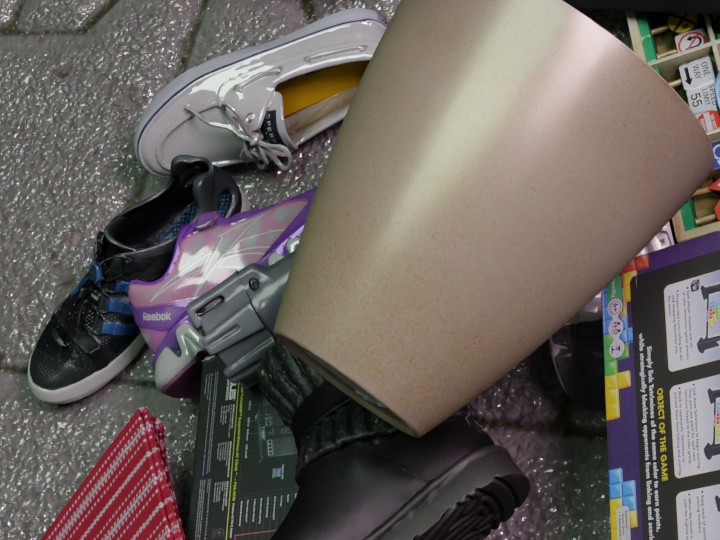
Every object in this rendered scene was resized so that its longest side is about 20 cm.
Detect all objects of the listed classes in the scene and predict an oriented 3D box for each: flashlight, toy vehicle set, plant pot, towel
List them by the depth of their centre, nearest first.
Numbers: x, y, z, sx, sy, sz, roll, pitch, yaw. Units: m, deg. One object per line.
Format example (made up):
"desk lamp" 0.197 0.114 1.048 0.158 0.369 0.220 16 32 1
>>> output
"plant pot" 0.048 -0.024 0.859 0.187 0.187 0.201 30 80 36
"flashlight" 0.000 0.000 0.996 0.199 0.068 0.068 -34 60 7
"towel" -0.144 0.198 1.004 0.145 0.022 0.201 -51 36 22
"toy vehicle set" 0.238 -0.112 1.032 0.123 0.027 0.202 -18 56 17

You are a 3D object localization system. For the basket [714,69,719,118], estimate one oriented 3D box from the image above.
"basket" 0.307 -0.066 0.891 0.198 0.139 0.178 -23 70 8

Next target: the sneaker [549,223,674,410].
"sneaker" 0.154 -0.016 0.998 0.074 0.085 0.202 9 87 4

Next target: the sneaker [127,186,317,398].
"sneaker" -0.073 -0.011 1.088 0.200 0.081 0.089 -40 70 1

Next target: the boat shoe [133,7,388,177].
"boat shoe" -0.063 -0.104 1.148 0.200 0.075 0.086 -22 38 6

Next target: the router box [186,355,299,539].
"router box" -0.024 0.140 0.999 0.148 0.062 0.202 -10 59 22

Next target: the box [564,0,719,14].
"box" 0.164 -0.256 1.051 0.199 0.149 0.125 10 55 38

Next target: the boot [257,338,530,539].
"boot" -0.027 0.114 0.923 0.210 0.080 0.158 -33 60 -8

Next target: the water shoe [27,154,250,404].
"water shoe" -0.165 0.001 1.139 0.200 0.079 0.071 -46 52 -4

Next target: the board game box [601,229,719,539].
"board game box" 0.202 0.076 0.828 0.164 0.056 0.202 -18 61 38
